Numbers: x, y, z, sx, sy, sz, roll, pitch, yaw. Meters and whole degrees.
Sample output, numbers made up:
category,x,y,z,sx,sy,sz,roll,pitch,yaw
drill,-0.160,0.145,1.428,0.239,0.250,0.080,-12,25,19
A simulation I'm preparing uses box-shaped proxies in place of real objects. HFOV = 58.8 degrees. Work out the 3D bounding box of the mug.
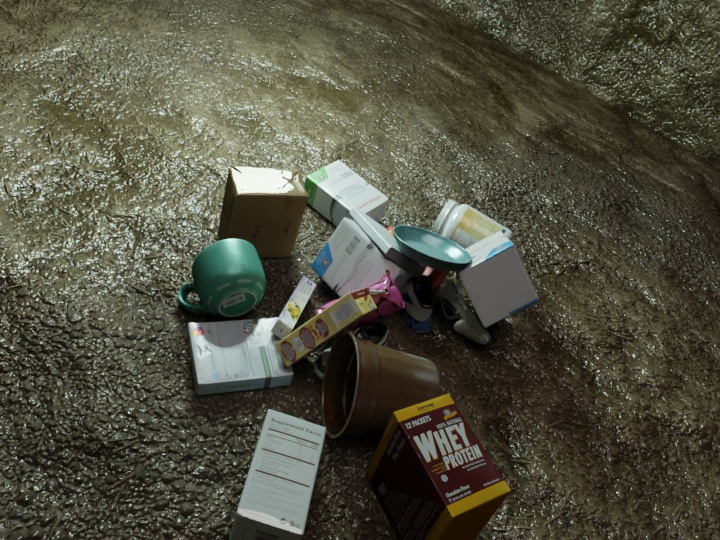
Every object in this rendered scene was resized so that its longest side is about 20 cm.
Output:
category,x,y,z,sx,sy,sz,roll,pitch,yaw
mug,-0.288,0.037,1.381,0.150,0.185,0.116,12,41,-45

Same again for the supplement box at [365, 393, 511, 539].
category,x,y,z,sx,sy,sz,roll,pitch,yaw
supplement box,0.129,0.375,1.139,0.130,0.201,0.202,-9,48,-30

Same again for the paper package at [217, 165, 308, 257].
category,x,y,z,sx,sy,sz,roll,pitch,yaw
paper package,-0.235,-0.135,1.529,0.185,0.203,0.105,-2,45,-25

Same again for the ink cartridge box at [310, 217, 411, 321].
category,x,y,z,sx,sy,sz,roll,pitch,yaw
ink cartridge box,0.000,0.000,1.511,0.200,0.148,0.085,43,14,23

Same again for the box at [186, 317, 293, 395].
category,x,y,z,sx,sy,sz,roll,pitch,yaw
box,-0.249,0.173,1.318,0.194,0.042,0.158,-1,45,-25

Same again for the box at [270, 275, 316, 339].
category,x,y,z,sx,sy,sz,roll,pitch,yaw
box,-0.147,0.081,1.421,0.038,0.042,0.201,34,28,-6

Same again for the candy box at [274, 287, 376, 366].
category,x,y,z,sx,sy,sz,roll,pitch,yaw
candy box,-0.069,0.115,1.311,0.056,0.198,0.115,57,15,7

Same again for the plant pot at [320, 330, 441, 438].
category,x,y,z,sx,sy,sz,roll,pitch,yaw
plant pot,0.043,0.237,1.269,0.193,0.203,0.204,12,41,-21

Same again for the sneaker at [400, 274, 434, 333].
category,x,y,z,sx,sy,sz,roll,pitch,yaw
sneaker,0.117,0.041,1.550,0.079,0.117,0.200,-20,56,-39

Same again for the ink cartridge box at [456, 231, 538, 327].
category,x,y,z,sx,sy,sz,roll,pitch,yaw
ink cartridge box,0.320,0.015,1.546,0.149,0.144,0.200,62,9,-9

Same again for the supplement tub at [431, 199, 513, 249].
category,x,y,z,sx,sy,sz,roll,pitch,yaw
supplement tub,0.301,-0.089,1.741,0.197,0.147,0.144,32,42,14

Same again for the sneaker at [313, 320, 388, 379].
category,x,y,z,sx,sy,sz,roll,pitch,yaw
sneaker,-0.019,0.164,1.386,0.197,0.089,0.076,-25,59,-38

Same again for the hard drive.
category,x,y,z,sx,sy,sz,roll,pitch,yaw
hard drive,0.061,-0.070,1.536,0.131,0.027,0.201,32,13,-40

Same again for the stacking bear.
category,x,y,z,sx,sy,sz,roll,pitch,yaw
stacking bear,0.128,-0.044,1.654,0.198,0.123,0.113,33,0,28

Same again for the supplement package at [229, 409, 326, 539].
category,x,y,z,sx,sy,sz,roll,pitch,yaw
supplement package,-0.140,0.368,1.097,0.114,0.119,0.203,17,41,-3

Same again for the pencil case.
category,x,y,z,sx,sy,sz,roll,pitch,yaw
pencil case,-0.006,0.080,1.401,0.093,0.196,0.093,66,15,8

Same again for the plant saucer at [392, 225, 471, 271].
category,x,y,z,sx,sy,sz,roll,pitch,yaw
plant saucer,0.162,-0.047,1.487,0.194,0.037,0.201,18,20,-6

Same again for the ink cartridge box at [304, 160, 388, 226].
category,x,y,z,sx,sy,sz,roll,pitch,yaw
ink cartridge box,-0.043,-0.198,1.760,0.199,0.085,0.145,39,44,20

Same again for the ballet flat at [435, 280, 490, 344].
category,x,y,z,sx,sy,sz,roll,pitch,yaw
ballet flat,0.247,0.115,1.578,0.070,0.073,0.202,-6,46,-27
